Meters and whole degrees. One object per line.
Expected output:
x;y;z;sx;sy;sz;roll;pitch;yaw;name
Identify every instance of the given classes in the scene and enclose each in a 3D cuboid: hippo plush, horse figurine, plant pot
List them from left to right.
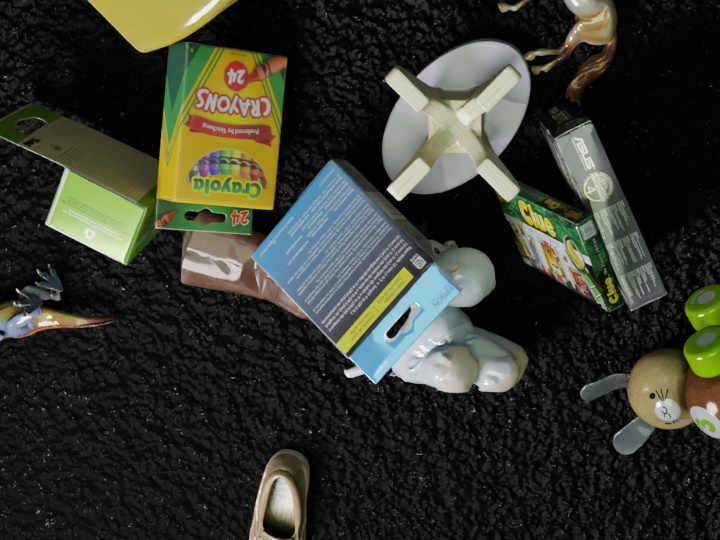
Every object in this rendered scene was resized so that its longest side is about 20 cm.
-0.193;-0.344;1.427;0.194;0.196;0.200;44;115;-7;plant pot
0.105;0.048;1.551;0.199;0.158;0.164;4;92;51;hippo plush
0.219;-0.278;1.443;0.131;0.050;0.201;-22;118;15;horse figurine

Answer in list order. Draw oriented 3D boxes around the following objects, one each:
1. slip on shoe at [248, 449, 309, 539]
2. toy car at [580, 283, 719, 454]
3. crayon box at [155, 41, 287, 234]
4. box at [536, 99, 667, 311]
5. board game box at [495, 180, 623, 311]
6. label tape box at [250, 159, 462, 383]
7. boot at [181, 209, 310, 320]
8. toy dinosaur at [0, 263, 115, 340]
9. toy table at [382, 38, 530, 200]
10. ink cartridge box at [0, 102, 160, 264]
-0.100;0.323;1.691;0.075;0.061;0.203;12;109;4;slip on shoe
0.351;0.140;1.527;0.198;0.158;0.165;-23;114;26;toy car
-0.152;-0.141;1.497;0.125;0.051;0.203;2;96;-33;crayon box
0.253;-0.073;1.456;0.049;0.161;0.202;-25;102;9;box
0.207;-0.032;1.453;0.023;0.200;0.106;-27;112;-11;board game box
0.000;0.000;1.487;0.200;0.066;0.144;44;103;10;label tape box
-0.110;-0.045;1.578;0.197;0.064;0.189;19;108;7;boot
-0.432;0.073;1.652;0.199;0.106;0.181;37;130;-17;toy dinosaur
0.101;-0.155;1.478;0.183;0.117;0.201;32;109;-3;toy table
-0.317;-0.103;1.541;0.198;0.148;0.076;25;111;1;ink cartridge box
